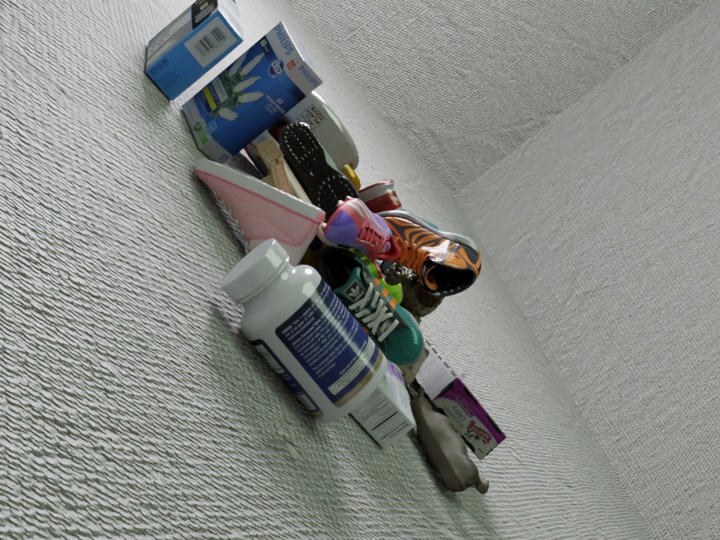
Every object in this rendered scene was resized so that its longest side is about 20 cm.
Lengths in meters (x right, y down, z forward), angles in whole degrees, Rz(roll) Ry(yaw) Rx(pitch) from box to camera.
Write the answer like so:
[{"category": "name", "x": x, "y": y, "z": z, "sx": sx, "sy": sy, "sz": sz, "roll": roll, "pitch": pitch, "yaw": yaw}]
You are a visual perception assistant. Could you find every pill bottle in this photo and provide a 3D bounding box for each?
[{"category": "pill bottle", "x": -0.067, "y": 0.066, "z": 1.219, "sx": 0.201, "sy": 0.110, "sz": 0.111, "roll": 51, "pitch": 12, "yaw": -14}]

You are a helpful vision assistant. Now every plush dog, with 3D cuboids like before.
[{"category": "plush dog", "x": 0.067, "y": 0.046, "z": 1.663, "sx": 0.161, "sy": 0.171, "sz": 0.201, "roll": 49, "pitch": 12, "yaw": -23}]

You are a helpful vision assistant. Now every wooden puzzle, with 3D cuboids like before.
[{"category": "wooden puzzle", "x": -0.096, "y": -0.076, "z": 1.582, "sx": 0.187, "sy": 0.037, "sz": 0.200, "roll": 57, "pitch": -12, "yaw": 15}]

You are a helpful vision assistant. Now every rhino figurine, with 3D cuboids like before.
[{"category": "rhino figurine", "x": 0.115, "y": 0.245, "z": 1.573, "sx": 0.202, "sy": 0.059, "sz": 0.087, "roll": 59, "pitch": 10, "yaw": 27}]

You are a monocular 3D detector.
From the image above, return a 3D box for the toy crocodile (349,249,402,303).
[{"category": "toy crocodile", "x": 0.000, "y": 0.000, "z": 1.579, "sx": 0.200, "sy": 0.061, "sz": 0.068, "roll": -134, "pitch": -155, "yaw": -59}]

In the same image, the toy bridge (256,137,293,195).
[{"category": "toy bridge", "x": -0.116, "y": -0.104, "z": 1.500, "sx": 0.068, "sy": 0.027, "sz": 0.201, "roll": 55, "pitch": -17, "yaw": 21}]

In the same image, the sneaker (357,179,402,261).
[{"category": "sneaker", "x": -0.012, "y": -0.055, "z": 1.665, "sx": 0.078, "sy": 0.198, "sz": 0.117, "roll": -20, "pitch": 87, "yaw": -51}]

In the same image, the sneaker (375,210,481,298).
[{"category": "sneaker", "x": 0.082, "y": -0.024, "z": 1.556, "sx": 0.196, "sy": 0.079, "sz": 0.112, "roll": 12, "pitch": 27, "yaw": 3}]

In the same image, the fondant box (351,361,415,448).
[{"category": "fondant box", "x": -0.015, "y": 0.120, "z": 1.413, "sx": 0.201, "sy": 0.058, "sz": 0.145, "roll": 50, "pitch": 12, "yaw": -24}]

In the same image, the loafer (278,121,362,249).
[{"category": "loafer", "x": -0.056, "y": -0.124, "z": 1.571, "sx": 0.202, "sy": 0.072, "sz": 0.071, "roll": 63, "pitch": -14, "yaw": 1}]

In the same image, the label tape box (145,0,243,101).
[{"category": "label tape box", "x": -0.253, "y": -0.357, "z": 1.607, "sx": 0.066, "sy": 0.142, "sz": 0.201, "roll": 46, "pitch": 14, "yaw": -31}]

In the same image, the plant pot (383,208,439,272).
[{"category": "plant pot", "x": 0.059, "y": -0.028, "z": 1.954, "sx": 0.199, "sy": 0.141, "sz": 0.142, "roll": 28, "pitch": 26, "yaw": -44}]

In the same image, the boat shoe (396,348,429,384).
[{"category": "boat shoe", "x": 0.003, "y": 0.096, "z": 1.520, "sx": 0.198, "sy": 0.066, "sz": 0.072, "roll": 31, "pitch": -2, "yaw": -15}]

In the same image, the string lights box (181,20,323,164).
[{"category": "string lights box", "x": -0.160, "y": -0.258, "z": 1.555, "sx": 0.059, "sy": 0.199, "sz": 0.104, "roll": 38, "pitch": 18, "yaw": -50}]

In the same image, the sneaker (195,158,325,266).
[{"category": "sneaker", "x": -0.151, "y": -0.071, "z": 1.415, "sx": 0.198, "sy": 0.106, "sz": 0.075, "roll": 26, "pitch": 8, "yaw": 16}]

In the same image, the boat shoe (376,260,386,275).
[{"category": "boat shoe", "x": 0.021, "y": 0.008, "z": 1.822, "sx": 0.201, "sy": 0.066, "sz": 0.074, "roll": 56, "pitch": 32, "yaw": -4}]

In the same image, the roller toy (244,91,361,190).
[{"category": "roller toy", "x": -0.094, "y": -0.203, "z": 1.691, "sx": 0.200, "sy": 0.139, "sz": 0.183, "roll": 38, "pitch": -14, "yaw": 48}]

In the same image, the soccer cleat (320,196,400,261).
[{"category": "soccer cleat", "x": 0.005, "y": -0.050, "z": 1.451, "sx": 0.076, "sy": 0.067, "sz": 0.200, "roll": 40, "pitch": 6, "yaw": 13}]

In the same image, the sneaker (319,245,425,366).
[{"category": "sneaker", "x": 0.007, "y": 0.046, "z": 1.416, "sx": 0.200, "sy": 0.071, "sz": 0.080, "roll": 49, "pitch": 8, "yaw": 28}]

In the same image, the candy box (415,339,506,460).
[{"category": "candy box", "x": 0.149, "y": 0.207, "z": 1.725, "sx": 0.137, "sy": 0.061, "sz": 0.200, "roll": 50, "pitch": 1, "yaw": -16}]
